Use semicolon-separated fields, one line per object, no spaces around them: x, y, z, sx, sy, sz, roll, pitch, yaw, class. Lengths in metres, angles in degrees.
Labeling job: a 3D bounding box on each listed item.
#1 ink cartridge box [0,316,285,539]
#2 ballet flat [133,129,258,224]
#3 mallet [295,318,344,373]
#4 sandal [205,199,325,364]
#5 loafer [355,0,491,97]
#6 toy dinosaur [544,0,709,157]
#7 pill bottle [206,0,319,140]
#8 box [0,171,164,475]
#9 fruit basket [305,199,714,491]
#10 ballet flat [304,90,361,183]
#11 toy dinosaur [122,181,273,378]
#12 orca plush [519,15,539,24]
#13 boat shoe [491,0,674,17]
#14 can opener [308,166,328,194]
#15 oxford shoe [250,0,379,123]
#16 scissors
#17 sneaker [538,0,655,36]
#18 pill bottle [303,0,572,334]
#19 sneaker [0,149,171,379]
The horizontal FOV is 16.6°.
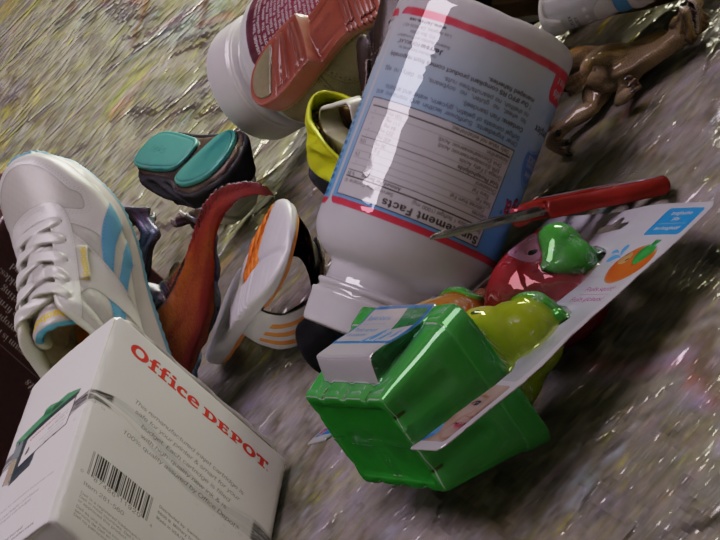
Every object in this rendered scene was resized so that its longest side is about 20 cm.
-0.129;0.143;1.393;0.084;0.146;0.200;-38;20;25;ink cartridge box
-0.113;-0.071;1.889;0.073;0.073;0.200;-50;21;-11;ballet flat
0.000;0.000;1.575;0.066;0.041;0.200;-36;18;19;mallet
-0.052;0.016;1.616;0.207;0.059;0.080;127;161;-68;sandal
0.033;-0.119;1.530;0.071;0.073;0.201;-6;63;50;loafer
0.141;-0.120;1.512;0.101;0.058;0.200;-38;17;-26;toy dinosaur
-0.017;-0.176;1.827;0.200;0.114;0.114;-26;28;43;pill bottle
-0.259;0.052;1.804;0.200;0.166;0.164;-52;21;-17;box
0.070;0.024;1.295;0.200;0.094;0.185;-46;15;-17;fruit basket
0.011;-0.076;1.595;0.066;0.067;0.200;-20;22;-17;ballet flat
-0.138;0.050;1.612;0.200;0.104;0.183;151;120;-63;toy dinosaur
0.143;-0.231;1.670;0.201;0.105;0.071;-58;-15;0;orca plush
0.117;-0.199;1.562;0.199;0.074;0.070;1;84;31;boat shoe
0.028;-0.115;1.685;0.200;0.067;0.053;-27;27;43;can opener
0.012;-0.172;1.700;0.200;0.074;0.071;-37;43;32;oxford shoe
0.087;-0.029;1.317;0.199;0.014;0.073;-15;7;-42;scissors
0.106;-0.225;1.504;0.086;0.075;0.201;-28;53;12;sneaker
0.040;-0.052;1.423;0.201;0.108;0.109;-69;22;-2;pill bottle
-0.184;0.011;1.573;0.076;0.201;0.081;-34;-18;27;sneaker
